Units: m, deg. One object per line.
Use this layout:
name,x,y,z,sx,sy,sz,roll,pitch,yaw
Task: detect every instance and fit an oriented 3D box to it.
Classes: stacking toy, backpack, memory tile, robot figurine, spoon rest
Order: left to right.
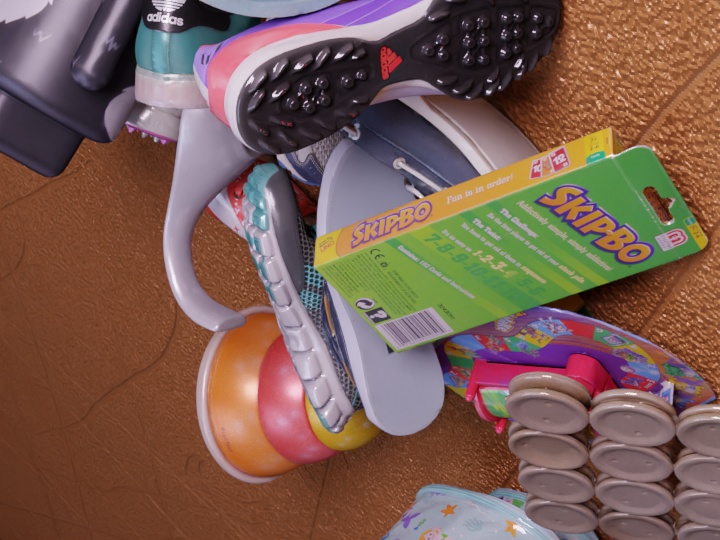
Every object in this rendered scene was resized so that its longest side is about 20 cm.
robot figurine,-0.191,-0.168,1.043,0.149,0.201,0.125,32,-177,21
spoon rest,-0.100,-0.062,1.078,0.060,0.099,0.203,12,100,25
stacking toy,-0.021,0.102,1.249,0.198,0.146,0.147,-1,127,39
backpack,0.106,0.250,1.169,0.177,0.151,0.201,5,137,54
memory tile,0.166,0.122,0.943,0.151,0.017,0.201,6,150,15

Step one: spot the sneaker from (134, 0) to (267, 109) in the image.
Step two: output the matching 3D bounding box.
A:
sneaker,-0.081,-0.156,0.943,0.070,0.200,0.081,8,110,10

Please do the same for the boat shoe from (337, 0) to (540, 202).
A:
boat shoe,0.040,-0.067,0.874,0.199,0.075,0.062,35,120,-26

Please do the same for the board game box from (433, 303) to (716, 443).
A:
board game box,0.119,0.083,0.966,0.156,0.039,0.200,23,156,-7

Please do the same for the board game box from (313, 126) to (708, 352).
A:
board game box,0.082,-0.015,0.852,0.198,0.030,0.096,-18,138,26

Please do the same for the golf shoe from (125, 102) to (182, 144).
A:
golf shoe,-0.169,-0.180,1.158,0.092,0.075,0.200,-56,50,21

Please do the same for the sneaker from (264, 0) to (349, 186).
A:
sneaker,-0.014,-0.136,0.902,0.084,0.077,0.202,17,125,30

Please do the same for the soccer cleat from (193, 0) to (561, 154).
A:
soccer cleat,0.011,-0.117,0.785,0.073,0.198,0.069,41,144,47

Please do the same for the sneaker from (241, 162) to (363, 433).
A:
sneaker,-0.019,0.009,1.063,0.078,0.090,0.202,-125,13,-61

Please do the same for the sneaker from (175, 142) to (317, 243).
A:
sneaker,-0.046,-0.036,1.137,0.202,0.067,0.108,54,154,-15

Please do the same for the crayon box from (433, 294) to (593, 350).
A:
crayon box,0.061,-0.013,1.003,0.201,0.051,0.127,54,155,-9

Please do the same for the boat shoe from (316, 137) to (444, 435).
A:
boat shoe,0.000,0.000,0.975,0.091,0.070,0.203,-135,33,-59

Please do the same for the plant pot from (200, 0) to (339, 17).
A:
plant pot,-0.082,-0.249,0.776,0.196,0.199,0.202,33,152,50
